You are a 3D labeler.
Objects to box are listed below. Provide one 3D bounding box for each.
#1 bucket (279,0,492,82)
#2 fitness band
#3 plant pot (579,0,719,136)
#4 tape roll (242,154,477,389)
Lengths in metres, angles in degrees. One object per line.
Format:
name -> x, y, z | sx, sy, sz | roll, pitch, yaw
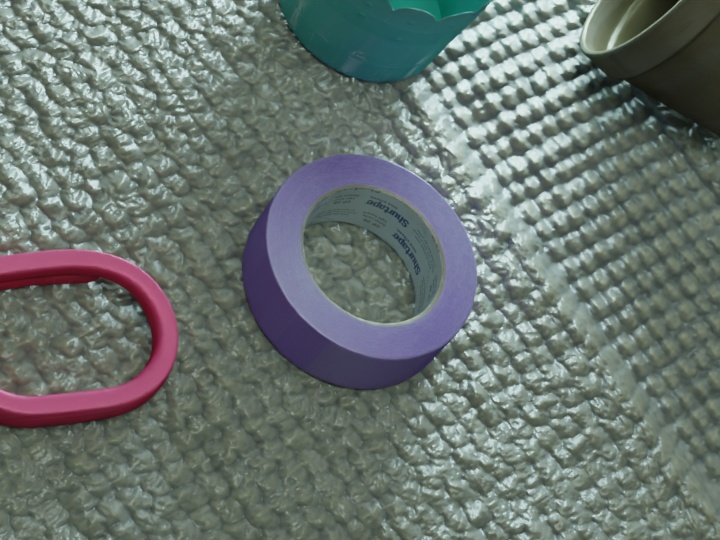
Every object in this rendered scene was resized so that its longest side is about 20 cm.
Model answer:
bucket -> 0.026, -0.287, 1.893 | 0.206, 0.135, 0.208 | 12, 59, -20
fitness band -> -0.245, 0.054, 1.635 | 0.199, 0.037, 0.144 | -6, 66, -26
plant pot -> 0.347, -0.229, 1.995 | 0.173, 0.200, 0.200 | 42, 52, -17
tape roll -> 0.000, 0.000, 1.764 | 0.199, 0.066, 0.201 | 12, 59, -20
